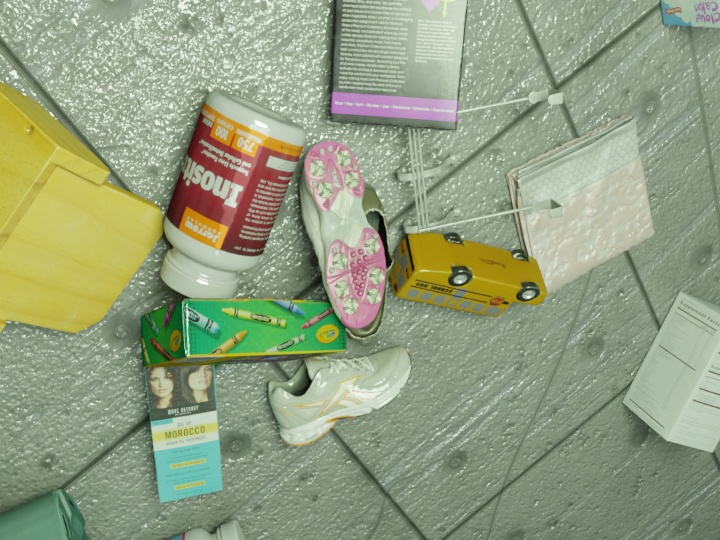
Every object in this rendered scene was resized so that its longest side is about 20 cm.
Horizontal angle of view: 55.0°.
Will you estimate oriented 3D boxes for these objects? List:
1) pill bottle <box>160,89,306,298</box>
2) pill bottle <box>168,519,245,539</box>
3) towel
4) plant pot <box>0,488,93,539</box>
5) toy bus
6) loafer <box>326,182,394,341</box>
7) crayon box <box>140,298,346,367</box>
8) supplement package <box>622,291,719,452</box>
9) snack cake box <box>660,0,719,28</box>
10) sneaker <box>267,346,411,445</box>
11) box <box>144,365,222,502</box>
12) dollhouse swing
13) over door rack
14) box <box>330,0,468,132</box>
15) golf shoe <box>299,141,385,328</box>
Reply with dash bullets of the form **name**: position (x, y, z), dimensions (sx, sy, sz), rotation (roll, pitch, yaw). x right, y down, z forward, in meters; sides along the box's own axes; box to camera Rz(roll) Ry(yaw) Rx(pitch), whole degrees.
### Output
- **pill bottle**: position (-0.141, -0.074, 0.732), dimensions (0.111, 0.113, 0.204), rotation (16, 105, -25)
- **pill bottle**: position (-0.240, 0.406, 0.894), dimensions (0.196, 0.109, 0.111), rotation (-23, 117, -11)
- **towel**: position (0.304, -0.085, 0.941), dimensions (0.197, 0.032, 0.194), rotation (-26, 118, -8)
- **plant pot**: position (-0.403, 0.363, 0.779), dimensions (0.193, 0.200, 0.204), rotation (-25, 118, -17)
- **toy bus**: position (0.140, 0.009, 0.887), dimensions (0.196, 0.066, 0.079), rotation (12, 136, -24)
- **loafer**: position (0.000, 0.000, 0.839), dimensions (0.073, 0.070, 0.205), rotation (-9, 114, -16)
- **crayon box**: position (-0.126, 0.070, 0.762), dimensions (0.197, 0.118, 0.060), rotation (3, 77, -39)
- **supplement package**: position (0.521, 0.157, 1.072), dimensions (0.107, 0.114, 0.204), rotation (16, 106, -23)
- **snack cake box**: position (0.481, -0.370, 0.842), dimensions (0.197, 0.115, 0.068), rotation (-28, 119, -7)
- **sneaker**: position (-0.027, 0.141, 0.888), dimensions (0.197, 0.076, 0.094), rotation (-28, 114, -9)
- **box**: position (-0.215, 0.179, 0.844), dimensions (0.080, 0.049, 0.205), rotation (-7, 113, -18)
- **dollhouse swing**: position (-0.340, -0.055, 0.711), dimensions (0.181, 0.176, 0.201), rotation (39, 97, 13)
- **over door rack**: position (0.140, -0.130, 0.831), dimensions (0.195, 0.067, 0.151), rotation (-7, 115, 6)
- **box**: position (0.042, -0.258, 0.738), dimensions (0.139, 0.036, 0.205), rotation (4, 108, 1)
- **golf shoe**: position (-0.024, -0.037, 0.776), dimensions (0.074, 0.091, 0.205), rotation (-10, 90, -21)
